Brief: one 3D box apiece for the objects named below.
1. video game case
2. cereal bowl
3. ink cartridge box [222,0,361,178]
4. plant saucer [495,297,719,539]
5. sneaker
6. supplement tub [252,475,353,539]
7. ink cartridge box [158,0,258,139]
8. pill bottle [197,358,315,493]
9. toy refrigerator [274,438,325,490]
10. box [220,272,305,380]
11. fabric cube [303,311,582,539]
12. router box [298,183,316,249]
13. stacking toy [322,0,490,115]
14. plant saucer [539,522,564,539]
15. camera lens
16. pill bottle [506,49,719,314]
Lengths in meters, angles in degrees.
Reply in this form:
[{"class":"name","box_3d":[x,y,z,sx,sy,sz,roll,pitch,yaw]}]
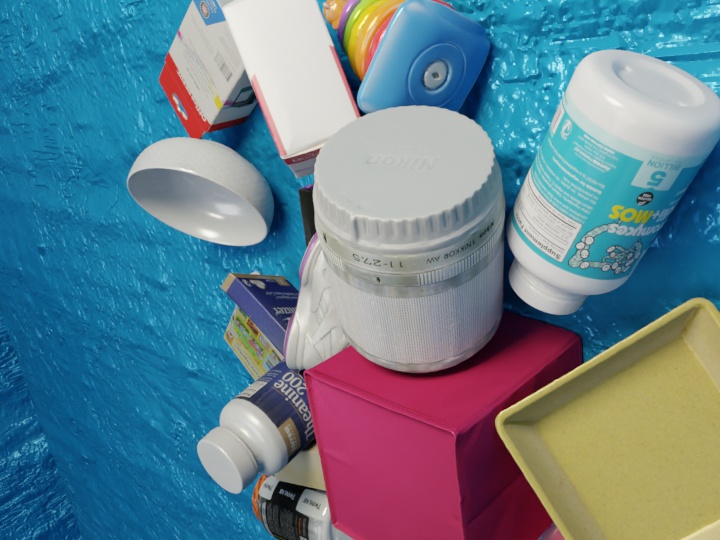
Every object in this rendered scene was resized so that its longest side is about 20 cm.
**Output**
[{"class":"video game case","box_3d":[-0.133,0.128,1.076,0.200,0.023,0.182,49,139,17]},{"class":"cereal bowl","box_3d":[-0.206,-0.115,0.931,0.199,0.084,0.200,15,158,6]},{"class":"ink cartridge box","box_3d":[-0.060,-0.180,0.692,0.200,0.085,0.148,-153,40,-87]},{"class":"plant saucer","box_3d":[0.246,0.154,0.571,0.199,0.048,0.201,-33,85,10]},{"class":"sneaker","box_3d":[-0.025,0.030,0.788,0.099,0.075,0.201,15,114,5]},{"class":"supplement tub","box_3d":[-0.074,0.367,1.058,0.199,0.122,0.123,-2,108,48]},{"class":"ink cartridge box","box_3d":[-0.180,-0.261,0.879,0.200,0.067,0.117,-36,81,51]},{"class":"pill bottle","box_3d":[-0.114,0.198,0.917,0.111,0.200,0.111,24,132,30]},{"class":"toy refrigerator","box_3d":[-0.059,0.263,0.982,0.200,0.076,0.070,-15,102,55]},{"class":"box","box_3d":[-0.083,0.078,0.916,0.200,0.121,0.032,45,108,23]},{"class":"fabric cube","box_3d":[0.089,0.166,0.702,0.196,0.199,0.201,15,120,45]},{"class":"router box","box_3d":[0.000,0.000,0.829,0.149,0.051,0.201,19,123,44]},{"class":"stacking toy","box_3d":[0.019,-0.224,0.663,0.200,0.116,0.110,50,120,43]},{"class":"plant saucer","box_3d":[0.238,0.300,0.629,0.051,0.201,0.200,44,147,-21]},{"class":"camera lens","box_3d":[0.047,-0.020,0.610,0.160,0.160,0.201,32,150,34]},{"class":"pill bottle","box_3d":[0.184,-0.058,0.542,0.111,0.111,0.201,41,137,26]}]
